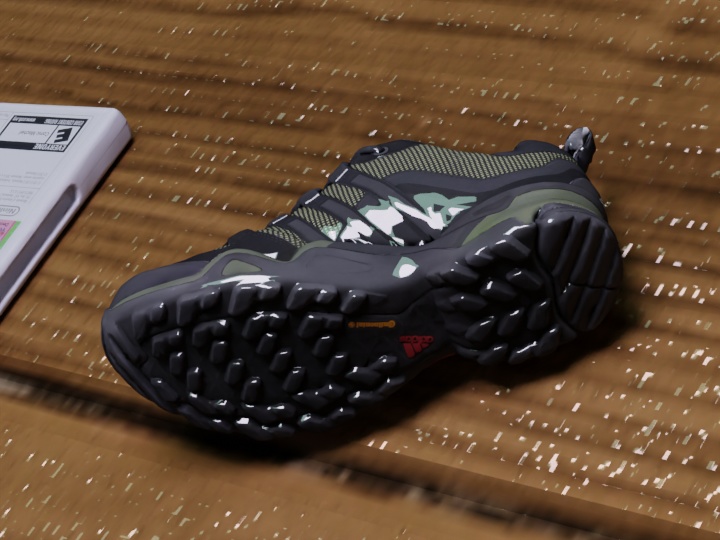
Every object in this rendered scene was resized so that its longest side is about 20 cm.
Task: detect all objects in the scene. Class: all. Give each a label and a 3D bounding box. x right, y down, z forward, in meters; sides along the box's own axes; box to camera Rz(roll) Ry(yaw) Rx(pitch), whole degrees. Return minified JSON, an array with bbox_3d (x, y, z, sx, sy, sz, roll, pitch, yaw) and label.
[{"bbox_3d":[-0.231,-0.014,1.004,0.199,0.022,0.183,6,50,36],"label":"video game case"},{"bbox_3d":[0.000,0.000,0.796,0.199,0.076,0.101,-11,32,9],"label":"hiking shoe"}]
